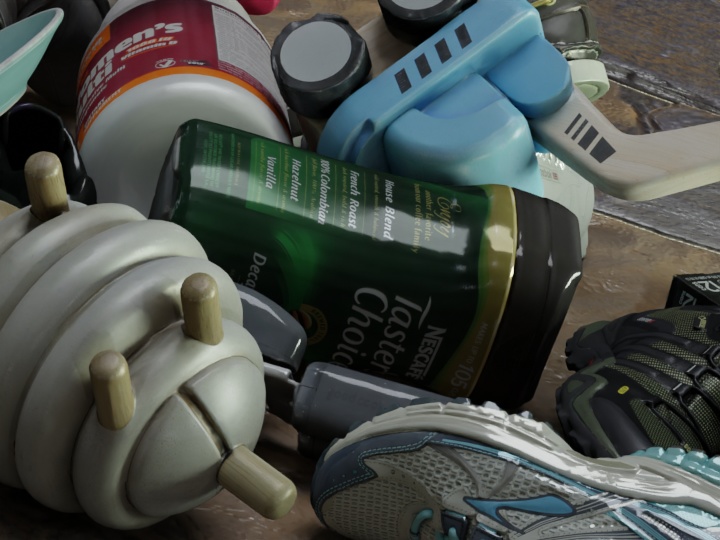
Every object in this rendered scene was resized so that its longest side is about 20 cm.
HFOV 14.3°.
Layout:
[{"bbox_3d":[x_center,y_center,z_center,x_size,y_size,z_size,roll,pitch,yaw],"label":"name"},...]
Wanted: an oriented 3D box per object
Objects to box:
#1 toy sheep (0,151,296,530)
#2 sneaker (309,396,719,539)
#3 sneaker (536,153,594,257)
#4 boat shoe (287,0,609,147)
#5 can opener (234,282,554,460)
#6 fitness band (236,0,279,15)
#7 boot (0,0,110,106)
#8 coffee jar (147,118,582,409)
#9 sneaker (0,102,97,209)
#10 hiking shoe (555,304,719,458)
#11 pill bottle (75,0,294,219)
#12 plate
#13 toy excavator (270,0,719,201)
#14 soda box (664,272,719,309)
[{"bbox_3d":[-0.103,0.036,1.150,0.200,0.138,0.138,41,31,27],"label":"toy sheep"},{"bbox_3d":[0.069,0.110,1.154,0.199,0.078,0.087,6,51,18],"label":"sneaker"},{"bbox_3d":[0.081,-0.044,1.538,0.076,0.081,0.200,21,21,20],"label":"sneaker"},{"bbox_3d":[0.035,-0.102,1.552,0.200,0.061,0.072,-14,-12,20],"label":"boat shoe"},{"bbox_3d":[-0.005,0.048,1.249,0.199,0.067,0.053,15,-24,11],"label":"can opener"},{"bbox_3d":[-0.115,-0.199,1.517,0.143,0.038,0.200,13,-20,36],"label":"fitness band"},{"bbox_3d":[-0.184,-0.117,1.503,0.069,0.200,0.132,3,57,12],"label":"boot"},{"bbox_3d":[0.000,0.000,1.338,0.199,0.105,0.086,11,40,-9],"label":"coffee jar"},{"bbox_3d":[-0.163,-0.047,1.370,0.075,0.088,0.200,3,24,-27],"label":"sneaker"},{"bbox_3d":[0.145,0.057,1.283,0.100,0.076,0.200,-24,18,11],"label":"hiking shoe"},{"bbox_3d":[-0.091,-0.077,1.463,0.109,0.110,0.200,11,22,-10],"label":"pill bottle"},{"bbox_3d":[-0.216,-0.058,1.310,0.026,0.200,0.200,58,8,-12],"label":"plate"},{"bbox_3d":[0.084,-0.069,1.383,0.194,0.100,0.200,-36,59,-11],"label":"toy excavator"},{"bbox_3d":[0.242,0.039,1.460,0.199,0.064,0.071,-5,29,-39],"label":"soda box"}]
